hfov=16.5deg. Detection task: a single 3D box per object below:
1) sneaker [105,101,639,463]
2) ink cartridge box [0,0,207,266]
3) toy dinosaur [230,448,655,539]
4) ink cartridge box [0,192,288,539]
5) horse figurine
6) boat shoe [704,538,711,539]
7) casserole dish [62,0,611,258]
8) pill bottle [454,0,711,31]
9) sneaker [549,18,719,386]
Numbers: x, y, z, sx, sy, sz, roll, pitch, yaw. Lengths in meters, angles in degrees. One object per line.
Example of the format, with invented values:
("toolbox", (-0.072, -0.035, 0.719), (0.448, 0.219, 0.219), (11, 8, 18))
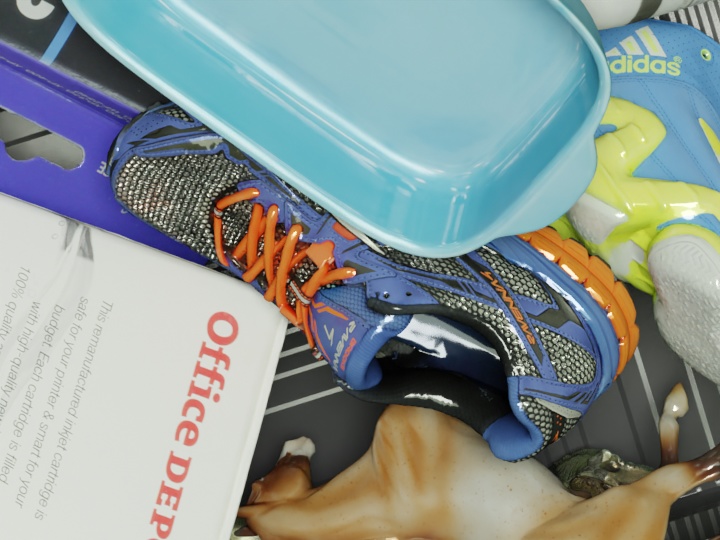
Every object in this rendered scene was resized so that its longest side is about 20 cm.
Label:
("sneaker", (0.000, 0.000, 0.868), (0.200, 0.079, 0.075), (24, 134, 4))
("ink cartridge box", (-0.078, -0.106, 0.882), (0.198, 0.043, 0.200), (26, 97, -36))
("toy dinosaur", (0.018, 0.117, 0.948), (0.199, 0.047, 0.088), (-4, 79, -1))
("ink cartridge box", (-0.143, 0.053, 0.881), (0.199, 0.083, 0.147), (20, 61, -10))
("horse figurine", (0.066, 0.076, 0.910), (0.200, 0.050, 0.133), (24, 62, 18))
("boat shoe", (0.205, 0.135, 0.945), (0.201, 0.074, 0.063), (-3, 134, -10))
("casserole dish", (-0.007, -0.088, 0.810), (0.200, 0.039, 0.121), (35, 128, -9))
("pill bottle", (0.112, -0.150, 0.870), (0.199, 0.114, 0.114), (-16, 95, -11))
("sneaker", (0.127, -0.032, 0.899), (0.200, 0.076, 0.105), (37, 70, 14))
